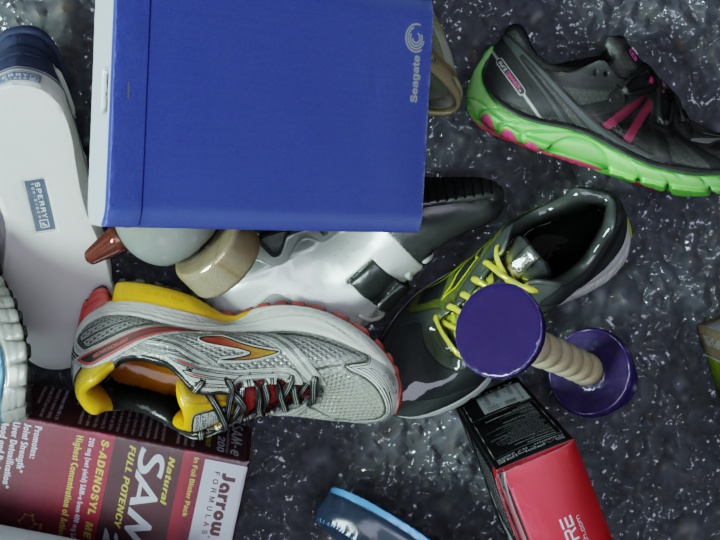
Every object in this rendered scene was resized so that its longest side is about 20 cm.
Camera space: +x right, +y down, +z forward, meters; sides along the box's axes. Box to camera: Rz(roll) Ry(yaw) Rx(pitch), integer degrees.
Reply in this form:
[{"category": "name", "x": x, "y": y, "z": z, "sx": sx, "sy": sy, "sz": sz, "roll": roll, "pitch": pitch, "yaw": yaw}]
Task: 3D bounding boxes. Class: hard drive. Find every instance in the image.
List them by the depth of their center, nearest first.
[{"category": "hard drive", "x": -0.047, "y": -0.088, "z": 0.732, "sx": 0.198, "sy": 0.025, "sz": 0.134, "roll": 0, "pitch": 95, "yaw": -37}]

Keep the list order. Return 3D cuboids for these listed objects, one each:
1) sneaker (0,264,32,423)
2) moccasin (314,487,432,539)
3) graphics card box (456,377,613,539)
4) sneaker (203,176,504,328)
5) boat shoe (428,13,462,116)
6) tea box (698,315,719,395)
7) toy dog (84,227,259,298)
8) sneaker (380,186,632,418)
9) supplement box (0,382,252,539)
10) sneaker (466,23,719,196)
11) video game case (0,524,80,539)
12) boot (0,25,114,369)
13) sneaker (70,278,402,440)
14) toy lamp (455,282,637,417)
[{"category": "sneaker", "x": -0.253, "y": 0.006, "z": 0.783, "sx": 0.089, "sy": 0.079, "sz": 0.201, "roll": -14, "pitch": 51, "yaw": -24}, {"category": "moccasin", "x": 0.048, "y": 0.215, "z": 0.865, "sx": 0.199, "sy": 0.080, "sz": 0.068, "roll": 38, "pitch": 79, "yaw": -5}, {"category": "graphics card box", "x": 0.108, "y": 0.143, "z": 0.806, "sx": 0.050, "sy": 0.200, "sz": 0.127, "roll": -22, "pitch": 95, "yaw": -1}, {"category": "sneaker", "x": 0.000, "y": 0.000, "z": 0.854, "sx": 0.198, "sy": 0.074, "sz": 0.089, "roll": -17, "pitch": 103, "yaw": 8}, {"category": "boat shoe", "x": -0.023, "y": -0.134, "z": 0.794, "sx": 0.199, "sy": 0.063, "sz": 0.073, "roll": 12, "pitch": 132, "yaw": -41}, {"category": "tea box", "x": 0.348, "y": 0.095, "z": 0.853, "sx": 0.198, "sy": 0.134, "sz": 0.199, "roll": -20, "pitch": 97, "yaw": -3}, {"category": "toy dog", "x": -0.107, "y": -0.066, "z": 0.807, "sx": 0.096, "sy": 0.200, "sz": 0.133, "roll": -17, "pitch": 111, "yaw": 29}, {"category": "sneaker", "x": 0.082, "y": 0.011, "z": 0.844, "sx": 0.200, "sy": 0.085, "sz": 0.075, "roll": -40, "pitch": 73, "yaw": -5}, {"category": "supplement box", "x": -0.171, "y": 0.133, "z": 0.821, "sx": 0.198, "sy": 0.061, "sz": 0.110, "roll": 11, "pitch": 103, "yaw": -7}, {"category": "sneaker", "x": 0.167, "y": -0.099, "z": 0.853, "sx": 0.198, "sy": 0.077, "sz": 0.085, "roll": 17, "pitch": 97, "yaw": -7}, {"category": "video game case", "x": -0.212, "y": 0.228, "z": 0.798, "sx": 0.141, "sy": 0.018, "sz": 0.202, "roll": 12, "pitch": 120, "yaw": -6}, {"category": "boot", "x": -0.189, "y": -0.044, "z": 0.838, "sx": 0.072, "sy": 0.091, "sz": 0.202, "roll": -3, "pitch": 123, "yaw": -8}, {"category": "sneaker", "x": -0.074, "y": 0.068, "z": 0.808, "sx": 0.198, "sy": 0.083, "sz": 0.078, "roll": 6, "pitch": 132, "yaw": 1}, {"category": "toy lamp", "x": 0.117, "y": 0.052, "z": 0.810, "sx": 0.058, "sy": 0.200, "sz": 0.059, "roll": -8, "pitch": 73, "yaw": 28}]
